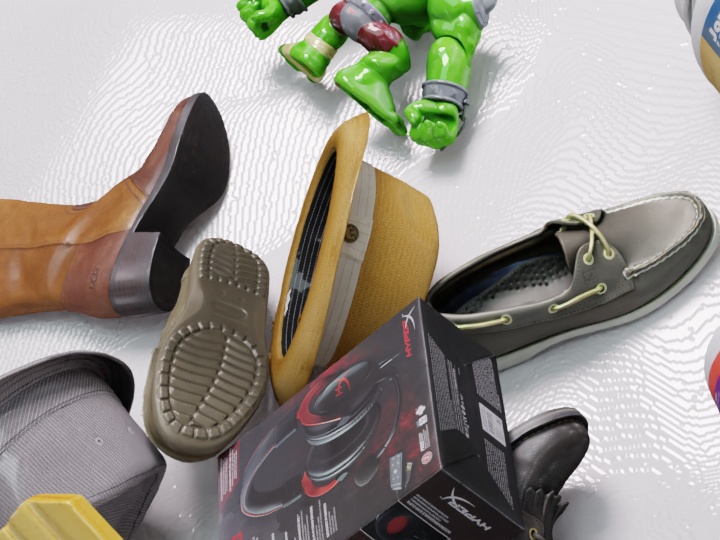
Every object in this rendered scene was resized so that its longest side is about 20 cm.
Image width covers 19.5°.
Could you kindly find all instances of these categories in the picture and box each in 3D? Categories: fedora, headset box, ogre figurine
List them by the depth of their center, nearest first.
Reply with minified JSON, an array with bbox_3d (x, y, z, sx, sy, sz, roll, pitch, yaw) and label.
[{"bbox_3d":[-0.007,0.136,1.242,0.200,0.075,0.149,-39,32,25],"label":"headset box"},{"bbox_3d":[-0.193,0.140,1.311,0.090,0.200,0.178,39,107,20],"label":"fedora"},{"bbox_3d":[0.000,0.000,1.360,0.081,0.201,0.202,15,57,-10],"label":"fedora"},{"bbox_3d":[0.015,-0.177,1.497,0.120,0.098,0.200,-52,41,-3],"label":"ogre figurine"}]

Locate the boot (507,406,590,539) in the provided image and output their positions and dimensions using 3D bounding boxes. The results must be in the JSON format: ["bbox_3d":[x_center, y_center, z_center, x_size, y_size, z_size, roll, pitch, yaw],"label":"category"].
[{"bbox_3d":[0.117,0.196,1.210,0.174,0.069,0.201,34,84,37],"label":"boot"}]

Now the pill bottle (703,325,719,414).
[{"bbox_3d":[0.274,0.107,1.170,0.112,0.113,0.201,-24,50,6],"label":"pill bottle"}]

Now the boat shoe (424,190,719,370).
[{"bbox_3d":[0.134,0.001,1.340,0.200,0.060,0.072,-26,50,4],"label":"boat shoe"}]

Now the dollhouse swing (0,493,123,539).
[{"bbox_3d":[-0.177,0.256,1.158,0.200,0.175,0.182,-50,2,24],"label":"dollhouse swing"}]

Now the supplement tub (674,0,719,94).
[{"bbox_3d":[0.296,-0.137,1.314,0.144,0.145,0.201,-30,50,0],"label":"supplement tub"}]

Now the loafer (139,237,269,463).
[{"bbox_3d":[-0.100,0.061,1.375,0.075,0.068,0.201,22,36,-6],"label":"loafer"}]

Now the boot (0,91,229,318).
[{"bbox_3d":[-0.201,-0.043,1.531,0.198,0.068,0.190,-3,63,30],"label":"boot"}]
